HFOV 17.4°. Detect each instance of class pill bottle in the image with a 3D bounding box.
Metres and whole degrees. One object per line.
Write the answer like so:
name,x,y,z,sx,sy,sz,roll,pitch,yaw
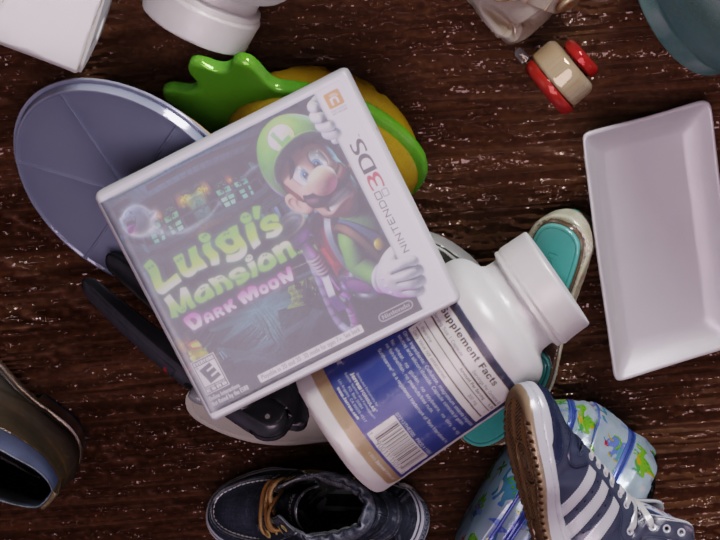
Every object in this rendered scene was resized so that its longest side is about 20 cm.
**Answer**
pill bottle,-0.076,-0.257,1.642,0.112,0.112,0.201,25,109,-9
pill bottle,0.061,0.062,1.703,0.200,0.111,0.111,-35,107,5

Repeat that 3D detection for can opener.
can opener,-0.125,0.059,1.729,0.199,0.063,0.079,34,153,11

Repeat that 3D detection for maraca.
maraca,-0.045,-0.098,1.697,0.199,0.107,0.137,26,144,-19

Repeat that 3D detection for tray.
tray,0.223,-0.024,1.767,0.107,0.022,0.201,-15,112,-13

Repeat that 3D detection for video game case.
video game case,-0.058,-0.017,1.643,0.199,0.023,0.183,-26,98,8

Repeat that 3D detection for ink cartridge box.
ink cartridge box,-0.266,-0.224,1.638,0.199,0.145,0.085,21,109,-8

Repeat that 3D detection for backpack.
backpack,0.144,0.196,1.798,0.200,0.163,0.154,-41,91,8

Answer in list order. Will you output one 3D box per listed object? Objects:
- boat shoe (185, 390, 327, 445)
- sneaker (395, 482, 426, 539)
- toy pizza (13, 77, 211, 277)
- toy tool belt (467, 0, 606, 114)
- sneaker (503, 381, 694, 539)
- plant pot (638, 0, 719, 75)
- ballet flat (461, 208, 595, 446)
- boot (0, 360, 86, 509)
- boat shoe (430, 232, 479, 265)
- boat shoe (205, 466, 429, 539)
boat shoe,-0.033,0.092,1.806,0.199,0.061,0.074,1,143,4
sneaker,-0.018,0.253,1.861,0.080,0.083,0.201,21,96,-37
toy pizza,-0.163,-0.065,1.722,0.199,0.032,0.201,17,138,16
toy tool belt,0.126,-0.223,1.644,0.123,0.125,0.200,-39,87,8
sneaker,0.173,0.159,1.687,0.108,0.070,0.201,-18,109,-10
plant pot,0.272,-0.214,1.629,0.134,0.201,0.201,-26,111,38
ballet flat,0.132,0.045,1.782,0.067,0.062,0.201,29,109,13
boot,-0.301,0.109,1.793,0.199,0.097,0.075,29,109,-11
boat shoe,0.000,0.000,1.766,0.199,0.064,0.071,16,111,-6
boat shoe,-0.052,0.179,1.785,0.199,0.091,0.071,-3,75,33
